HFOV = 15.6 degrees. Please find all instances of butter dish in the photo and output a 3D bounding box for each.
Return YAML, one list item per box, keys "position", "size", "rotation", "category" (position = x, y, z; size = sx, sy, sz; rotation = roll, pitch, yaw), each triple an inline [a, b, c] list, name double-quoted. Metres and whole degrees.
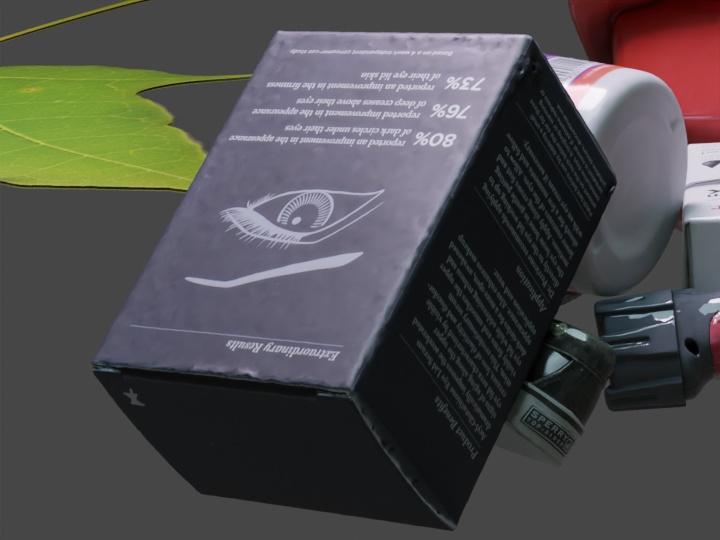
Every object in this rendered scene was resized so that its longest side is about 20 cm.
- position: [0.230, -0.074, 1.526]
  size: [0.199, 0.148, 0.200]
  rotation: [-3, -27, 19]
  category: "butter dish"

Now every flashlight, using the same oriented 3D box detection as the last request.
- position: [0.212, 0.033, 1.236]
  size: [0.199, 0.068, 0.068]
  rotation: [-8, -3, 6]
  category: "flashlight"

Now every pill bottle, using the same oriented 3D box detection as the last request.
- position: [0.052, -0.058, 1.315]
  size: [0.200, 0.112, 0.111]
  rotation: [13, 21, 34]
  category: "pill bottle"

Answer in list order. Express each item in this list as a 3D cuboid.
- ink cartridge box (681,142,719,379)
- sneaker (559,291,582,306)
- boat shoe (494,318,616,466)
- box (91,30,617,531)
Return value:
- position: [0.240, -0.012, 1.362]
  size: [0.146, 0.083, 0.200]
  rotation: [-3, 13, 8]
  category: "ink cartridge box"
- position: [0.065, 0.013, 1.382]
  size: [0.200, 0.078, 0.085]
  rotation: [-23, 26, -26]
  category: "sneaker"
- position: [0.045, 0.035, 1.236]
  size: [0.200, 0.071, 0.064]
  rotation: [21, 74, 51]
  category: "boat shoe"
- position: [0.000, 0.000, 1.161]
  size: [0.148, 0.104, 0.200]
  rotation: [6, 56, 38]
  category: "box"
